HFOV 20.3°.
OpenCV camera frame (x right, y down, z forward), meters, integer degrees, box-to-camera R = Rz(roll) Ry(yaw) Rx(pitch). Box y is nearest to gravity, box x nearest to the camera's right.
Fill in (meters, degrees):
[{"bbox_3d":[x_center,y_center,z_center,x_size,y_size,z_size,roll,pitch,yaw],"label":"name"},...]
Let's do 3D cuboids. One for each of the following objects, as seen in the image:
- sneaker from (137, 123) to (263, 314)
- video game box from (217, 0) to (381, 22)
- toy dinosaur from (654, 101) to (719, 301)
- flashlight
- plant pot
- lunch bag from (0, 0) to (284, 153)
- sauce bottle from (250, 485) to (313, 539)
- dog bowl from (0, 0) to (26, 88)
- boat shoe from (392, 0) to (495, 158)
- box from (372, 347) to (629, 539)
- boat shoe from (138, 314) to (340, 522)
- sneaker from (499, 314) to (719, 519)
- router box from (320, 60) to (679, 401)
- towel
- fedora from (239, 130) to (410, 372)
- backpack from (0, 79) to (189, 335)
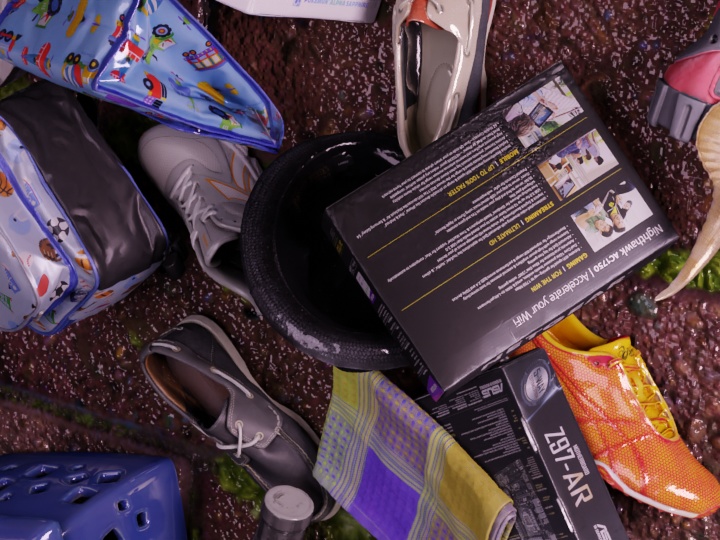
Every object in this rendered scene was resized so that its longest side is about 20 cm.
[{"bbox_3d":[-0.107,-0.043,1.545,0.200,0.092,0.076,41,119,18],"label":"sneaker"},{"bbox_3d":[-0.106,-0.233,1.445,0.199,0.182,0.047,26,108,23],"label":"video game box"},{"bbox_3d":[0.262,-0.065,1.309,0.100,0.058,0.201,19,103,-2],"label":"toy dinosaur"},{"bbox_3d":[0.249,-0.181,1.314,0.067,0.068,0.201,24,109,24],"label":"flashlight"},{"bbox_3d":[-0.266,0.269,1.668,0.199,0.179,0.202,-2,101,31],"label":"plant pot"},{"bbox_3d":[-0.152,-0.151,1.494,0.150,0.199,0.095,22,85,44],"label":"lunch bag"},{"bbox_3d":[-0.078,0.258,1.601,0.066,0.066,0.201,29,124,23],"label":"sauce bottle"},{"bbox_3d":[-0.330,-0.236,1.657,0.199,0.059,0.202,8,106,29],"label":"dog bowl"},{"bbox_3d":[0.053,-0.174,1.434,0.071,0.062,0.202,7,104,32],"label":"boat shoe"},{"bbox_3d":[0.093,0.156,1.457,0.200,0.043,0.161,-28,86,55],"label":"box"},{"bbox_3d":[-0.096,0.126,1.596,0.200,0.068,0.072,48,120,9],"label":"boat shoe"},{"bbox_3d":[0.180,0.094,1.414,0.200,0.073,0.077,44,119,14],"label":"sneaker"},{"bbox_3d":[0.094,-0.027,1.380,0.199,0.051,0.150,-32,82,-9],"label":"router box"},{"bbox_3d":[0.035,0.161,1.480,0.200,0.023,0.144,45,140,30],"label":"towel"},{"bbox_3d":[0.000,0.000,1.466,0.200,0.200,0.092,40,152,17],"label":"fedora"},{"bbox_3d":[-0.252,-0.036,1.593,0.201,0.153,0.191,61,156,8],"label":"backpack"}]
